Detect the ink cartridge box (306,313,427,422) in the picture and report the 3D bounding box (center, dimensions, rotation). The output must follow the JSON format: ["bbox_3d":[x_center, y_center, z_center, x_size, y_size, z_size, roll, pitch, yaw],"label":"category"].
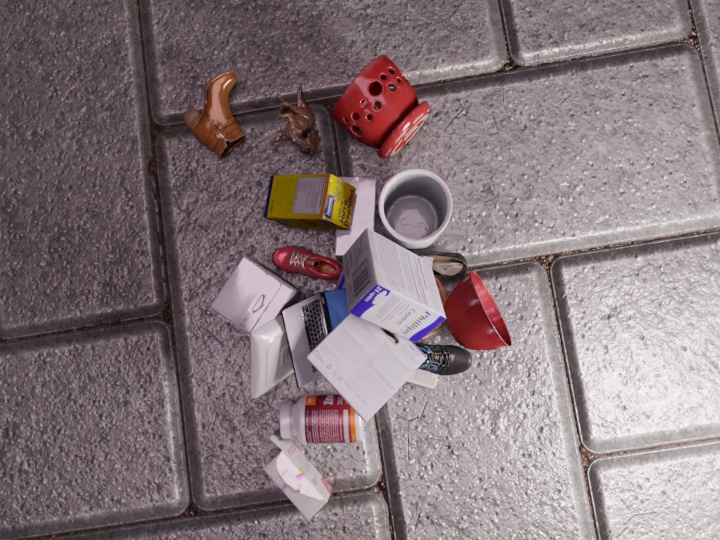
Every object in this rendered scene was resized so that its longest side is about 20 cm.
[{"bbox_3d":[0.014,0.197,1.242,0.200,0.043,0.197,-43,85,-9],"label":"ink cartridge box"}]

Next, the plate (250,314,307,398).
[{"bbox_3d":[-0.175,0.185,1.294,0.032,0.199,0.202,27,128,29],"label":"plate"}]

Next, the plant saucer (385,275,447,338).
[{"bbox_3d":[0.119,0.078,1.374,0.197,0.037,0.203,5,69,-13],"label":"plant saucer"}]

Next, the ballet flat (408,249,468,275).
[{"bbox_3d":[0.178,-0.016,1.361,0.197,0.069,0.069,-3,117,-17],"label":"ballet flat"}]

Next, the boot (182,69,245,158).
[{"bbox_3d":[-0.357,-0.412,1.460,0.155,0.074,0.200,45,100,7],"label":"boot"}]

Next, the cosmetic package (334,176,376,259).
[{"bbox_3d":[-0.011,-0.132,1.412,0.100,0.071,0.203,3,85,3],"label":"cosmetic package"}]

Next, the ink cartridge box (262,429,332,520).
[{"bbox_3d":[-0.163,0.488,1.334,0.067,0.117,0.200,-43,83,-2],"label":"ink cartridge box"}]

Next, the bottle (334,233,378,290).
[{"bbox_3d":[0.000,0.000,1.350,0.082,0.066,0.202,12,123,-17],"label":"bottle"}]

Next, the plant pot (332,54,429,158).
[{"bbox_3d":[0.056,-0.395,1.377,0.200,0.200,0.183,-44,90,-2],"label":"plant pot"}]

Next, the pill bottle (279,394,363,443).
[{"bbox_3d":[-0.092,0.362,1.344,0.197,0.113,0.115,-2,84,2],"label":"pill bottle"}]

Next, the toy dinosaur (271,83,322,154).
[{"bbox_3d":[-0.151,-0.381,1.445,0.134,0.086,0.203,14,68,-6],"label":"toy dinosaur"}]

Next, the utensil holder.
[{"bbox_3d":[0.128,-0.138,1.342,0.167,0.200,0.173,0,85,2],"label":"utensil holder"}]

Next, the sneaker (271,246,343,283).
[{"bbox_3d":[-0.132,-0.023,1.399,0.197,0.087,0.075,13,84,4],"label":"sneaker"}]

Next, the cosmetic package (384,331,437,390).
[{"bbox_3d":[0.099,0.217,1.371,0.197,0.071,0.107,18,86,4],"label":"cosmetic package"}]

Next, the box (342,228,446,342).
[{"bbox_3d":[0.070,0.035,1.226,0.198,0.185,0.105,26,124,-27],"label":"box"}]

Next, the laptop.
[{"bbox_3d":[-0.058,0.150,1.272,0.115,0.199,0.190,2,108,41],"label":"laptop"}]

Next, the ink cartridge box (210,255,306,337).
[{"bbox_3d":[-0.240,0.073,1.337,0.145,0.200,0.148,33,86,6],"label":"ink cartridge box"}]

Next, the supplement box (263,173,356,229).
[{"bbox_3d":[-0.125,-0.168,1.362,0.198,0.109,0.111,6,84,35],"label":"supplement box"}]

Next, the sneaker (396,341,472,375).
[{"bbox_3d":[0.166,0.209,1.292,0.197,0.082,0.074,4,84,3],"label":"sneaker"}]

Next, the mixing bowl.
[{"bbox_3d":[0.269,0.113,1.329,0.107,0.200,0.202,-28,83,19],"label":"mixing bowl"}]
